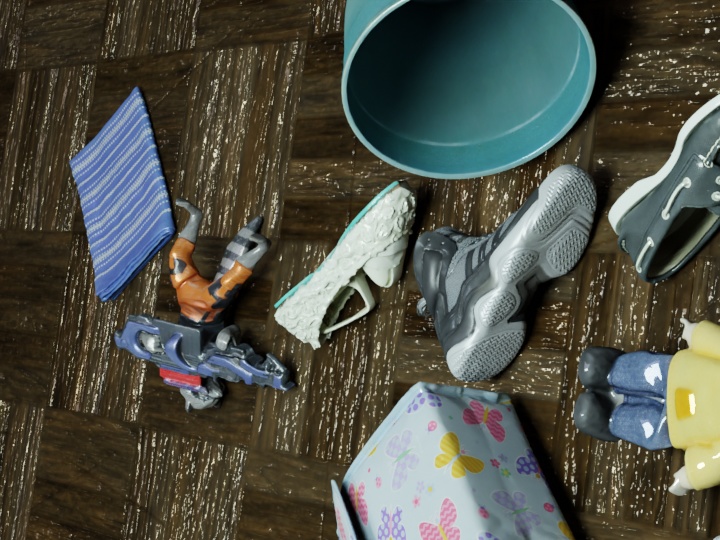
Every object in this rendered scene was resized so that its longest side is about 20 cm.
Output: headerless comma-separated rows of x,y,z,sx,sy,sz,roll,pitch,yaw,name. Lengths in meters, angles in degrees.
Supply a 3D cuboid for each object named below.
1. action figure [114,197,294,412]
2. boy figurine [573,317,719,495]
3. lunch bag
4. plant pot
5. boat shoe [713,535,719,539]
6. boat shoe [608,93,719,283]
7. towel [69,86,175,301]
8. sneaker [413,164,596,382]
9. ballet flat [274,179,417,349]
-0.128,0.049,1.649,0.199,0.104,0.195,21,105,23,action figure
0.240,0.096,1.191,0.199,0.064,0.125,1,80,54,boy figurine
0.056,0.216,1.338,0.200,0.126,0.170,-54,43,36,lunch bag
0.076,-0.210,1.375,0.200,0.199,0.189,-46,34,33,plant pot
0.278,0.250,1.102,0.062,0.072,0.201,-48,46,35,boat shoe
0.248,-0.063,1.202,0.200,0.075,0.061,-59,45,53,boat shoe
-0.265,-0.082,1.871,0.145,0.024,0.201,-42,51,35,towel
0.105,-0.018,1.367,0.114,0.075,0.201,50,121,41,sneaker
0.000,0.000,1.514,0.200,0.071,0.072,-46,50,36,ballet flat
